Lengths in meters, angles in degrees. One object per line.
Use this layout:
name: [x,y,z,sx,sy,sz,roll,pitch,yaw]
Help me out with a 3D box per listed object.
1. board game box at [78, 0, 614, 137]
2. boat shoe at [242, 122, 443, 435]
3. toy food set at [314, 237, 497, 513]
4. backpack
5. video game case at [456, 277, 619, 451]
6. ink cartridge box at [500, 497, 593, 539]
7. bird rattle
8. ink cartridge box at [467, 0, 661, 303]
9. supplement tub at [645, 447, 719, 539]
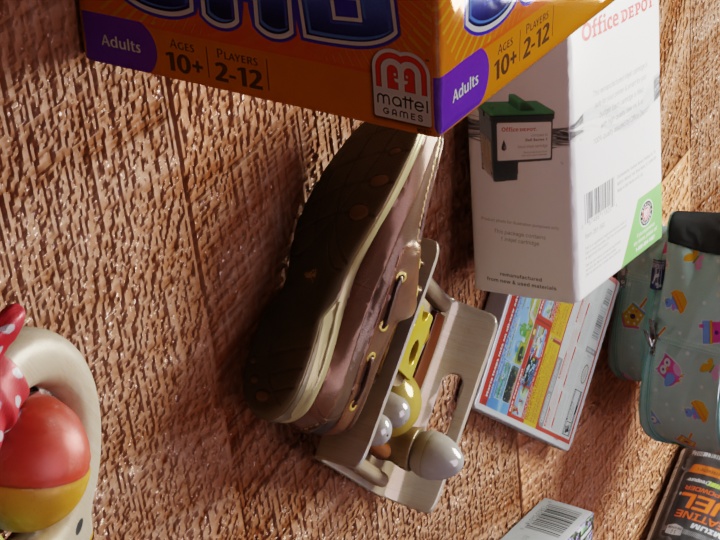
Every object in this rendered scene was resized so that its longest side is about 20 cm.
board game box: [-0.002,-0.207,0.897,0.200,0.199,0.201,-40,136,-47]
boat shoe: [0.000,0.000,1.114,0.067,0.072,0.201,26,85,-36]
toy food set: [0.040,0.071,1.217,0.200,0.060,0.145,48,61,-70]
backpack: [0.291,0.053,1.586,0.175,0.152,0.202,-2,95,-58]
video game case: [0.138,0.051,1.454,0.200,0.017,0.144,29,77,-61]
ink cartridge box: [0.138,0.295,1.532,0.109,0.050,0.202,-33,129,-51]
bird rattle: [-0.173,0.088,0.878,0.163,0.112,0.202,-32,117,-66]
ink cartridge box: [0.140,-0.099,1.303,0.146,0.084,0.202,-30,122,-53]
supplement tub: [0.317,0.256,1.775,0.201,0.106,0.107,-65,150,-18]
